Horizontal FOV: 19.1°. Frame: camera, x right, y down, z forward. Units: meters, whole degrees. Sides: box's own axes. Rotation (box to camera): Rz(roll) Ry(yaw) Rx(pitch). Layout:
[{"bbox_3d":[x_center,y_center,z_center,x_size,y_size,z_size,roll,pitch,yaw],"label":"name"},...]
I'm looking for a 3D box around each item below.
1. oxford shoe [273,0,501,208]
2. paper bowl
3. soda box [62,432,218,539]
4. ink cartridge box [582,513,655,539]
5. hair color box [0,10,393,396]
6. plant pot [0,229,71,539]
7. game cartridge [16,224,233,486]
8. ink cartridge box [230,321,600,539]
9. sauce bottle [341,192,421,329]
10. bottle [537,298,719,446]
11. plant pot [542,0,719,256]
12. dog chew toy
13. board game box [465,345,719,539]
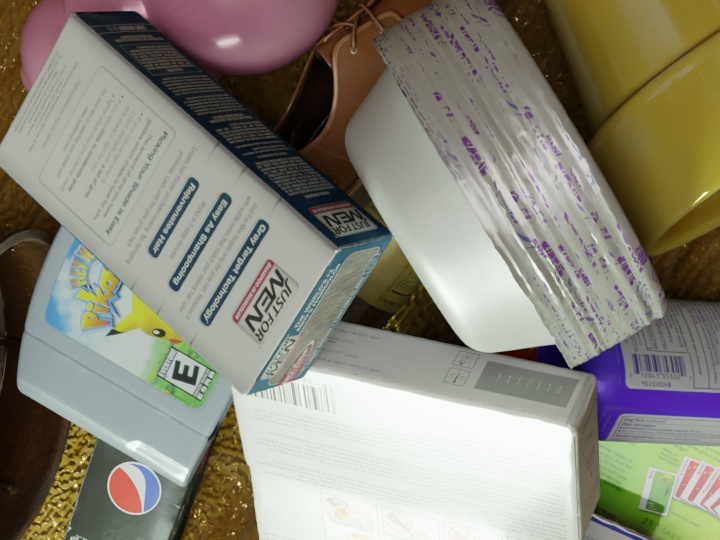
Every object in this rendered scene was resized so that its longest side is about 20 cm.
[{"bbox_3d":[0.016,-0.127,1.197,0.071,0.071,0.200,28,98,-38],"label":"oxford shoe"},{"bbox_3d":[0.066,-0.039,1.099,0.104,0.201,0.201,-32,97,3],"label":"paper bowl"},{"bbox_3d":[-0.118,0.088,1.291,0.063,0.071,0.201,22,107,3],"label":"soda box"},{"bbox_3d":[0.057,0.191,1.283,0.197,0.047,0.200,24,116,5],"label":"ink cartridge box"},{"bbox_3d":[-0.090,-0.038,1.117,0.200,0.060,0.100,42,115,19],"label":"hair color box"},{"bbox_3d":[-0.296,0.059,1.262,0.198,0.200,0.201,10,105,15],"label":"plant pot"},{"bbox_3d":[-0.113,0.011,1.210,0.133,0.040,0.200,30,110,7],"label":"game cartridge"},{"bbox_3d":[0.032,0.114,1.179,0.199,0.045,0.177,12,133,20],"label":"ink cartridge box"},{"bbox_3d":[0.000,0.000,1.252,0.066,0.066,0.200,41,107,-1],"label":"sauce bottle"},{"bbox_3d":[0.202,0.058,1.199,0.199,0.084,0.065,3,135,-17],"label":"bottle"},{"bbox_3d":[0.183,-0.137,1.128,0.201,0.201,0.189,-35,81,16],"label":"plant pot"},{"bbox_3d":[-0.110,-0.150,1.210,0.200,0.125,0.125,-26,98,23],"label":"dog chew toy"},{"bbox_3d":[0.144,0.103,1.260,0.200,0.048,0.102,27,106,2],"label":"board game box"}]
